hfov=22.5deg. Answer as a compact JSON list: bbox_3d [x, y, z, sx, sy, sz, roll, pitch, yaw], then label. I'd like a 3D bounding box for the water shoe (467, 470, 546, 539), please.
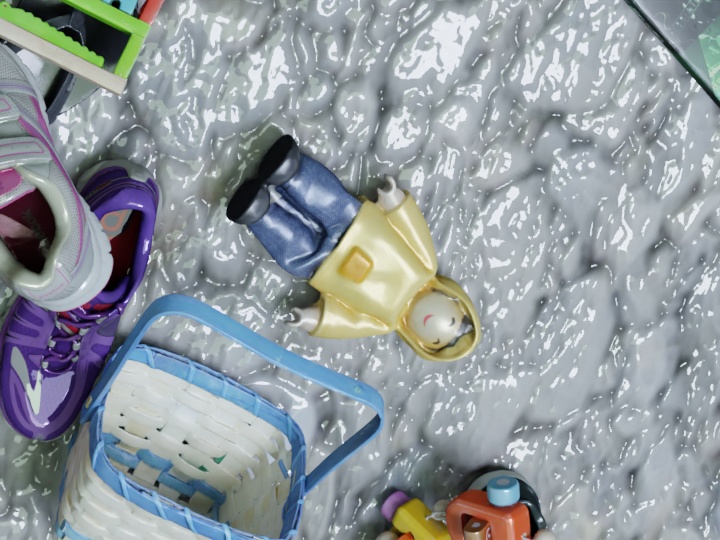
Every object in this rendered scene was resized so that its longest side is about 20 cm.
[{"bbox_3d":[0.104,0.249,1.331,0.071,0.079,0.202,-8,109,-10],"label":"water shoe"}]

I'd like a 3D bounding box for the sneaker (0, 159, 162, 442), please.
[{"bbox_3d":[-0.189,0.024,1.192,0.080,0.083,0.201,18,103,-17],"label":"sneaker"}]

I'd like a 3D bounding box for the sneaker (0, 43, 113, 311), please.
[{"bbox_3d":[-0.218,-0.067,1.099,0.081,0.088,0.201,-32,94,1],"label":"sneaker"}]

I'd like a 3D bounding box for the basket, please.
[{"bbox_3d":[-0.105,0.111,1.196,0.176,0.140,0.200,30,129,-22],"label":"basket"}]

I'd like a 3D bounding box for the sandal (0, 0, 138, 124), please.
[{"bbox_3d":[-0.215,-0.119,1.162,0.200,0.043,0.076,-45,111,4],"label":"sandal"}]

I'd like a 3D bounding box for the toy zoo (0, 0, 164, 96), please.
[{"bbox_3d":[-0.165,-0.228,1.127,0.130,0.020,0.201,26,87,-11],"label":"toy zoo"}]

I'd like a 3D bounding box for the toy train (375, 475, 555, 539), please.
[{"bbox_3d":[0.065,0.234,1.284,0.055,0.149,0.202,-24,120,-42],"label":"toy train"}]

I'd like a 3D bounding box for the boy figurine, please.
[{"bbox_3d":[0.000,0.000,1.239,0.200,0.064,0.125,40,92,-17],"label":"boy figurine"}]

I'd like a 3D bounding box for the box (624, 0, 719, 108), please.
[{"bbox_3d":[0.251,-0.215,1.242,0.144,0.036,0.200,-46,110,4],"label":"box"}]
